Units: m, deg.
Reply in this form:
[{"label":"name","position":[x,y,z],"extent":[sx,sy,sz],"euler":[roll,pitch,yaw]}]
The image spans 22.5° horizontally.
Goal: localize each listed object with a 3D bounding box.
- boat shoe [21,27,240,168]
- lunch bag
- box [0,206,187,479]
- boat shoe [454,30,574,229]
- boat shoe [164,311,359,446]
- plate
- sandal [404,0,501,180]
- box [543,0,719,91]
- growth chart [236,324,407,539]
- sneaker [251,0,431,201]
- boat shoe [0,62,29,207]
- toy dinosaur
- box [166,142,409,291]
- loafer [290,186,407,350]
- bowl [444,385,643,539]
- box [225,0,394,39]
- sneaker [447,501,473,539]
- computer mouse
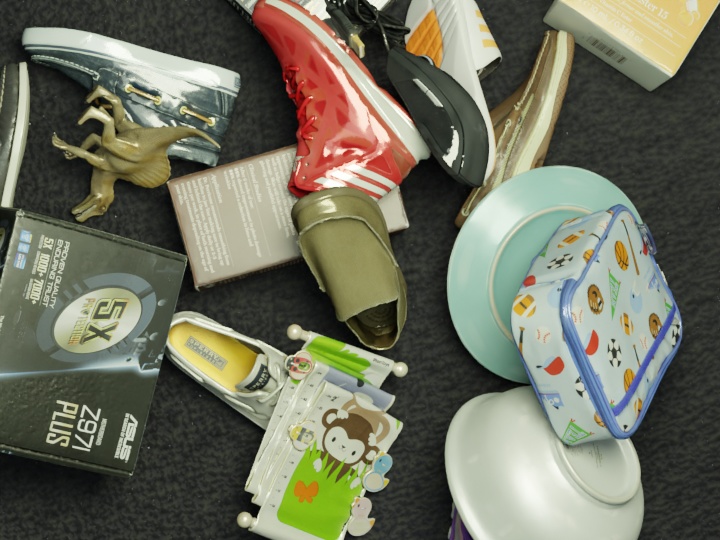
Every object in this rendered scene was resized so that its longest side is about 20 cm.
[{"label":"boat shoe","position":[-0.211,-0.154,1.608],"extent":[0.198,0.071,0.092],"euler":[14,89,-2]},{"label":"lunch bag","position":[0.206,0.046,1.529],"extent":[0.075,0.200,0.161],"euler":[-15,111,36]},{"label":"box","position":[-0.259,0.061,1.558],"extent":[0.163,0.086,0.202],"euler":[17,86,-30]},{"label":"boat shoe","position":[0.135,-0.124,1.626],"extent":[0.074,0.075,0.204],"euler":[17,87,4]},{"label":"boat shoe","position":[-0.090,0.097,1.604],"extent":[0.199,0.070,0.071],"euler":[33,86,-2]},{"label":"plate","position":[0.173,0.008,1.612],"extent":[0.198,0.026,0.202],"euler":[-4,104,-18]},{"label":"sandal","position":[0.095,-0.169,1.620],"extent":[0.059,0.079,0.209],"euler":[2,66,-37]},{"label":"box","position":[0.272,-0.283,1.627],"extent":[0.124,0.097,0.201],"euler":[32,86,-1]},{"label":"growth chart","position":[-0.029,0.157,1.596],"extent":[0.144,0.018,0.202],"euler":[14,97,-27]},{"label":"sneaker","position":[-0.043,-0.135,1.546],"extent":[0.200,0.078,0.116],"euler":[44,82,5]},{"label":"boat shoe","position":[-0.330,-0.087,1.600],"extent":[0.060,0.074,0.202],"euler":[8,95,-8]},{"label":"toy dinosaur","position":[-0.201,-0.112,1.570],"extent":[0.101,0.199,0.058],"euler":[42,47,-21]},{"label":"box","position":[-0.065,-0.057,1.612],"extent":[0.198,0.075,0.101],"euler":[-15,87,-2]},{"label":"loafer","position":[0.000,0.000,1.553],"extent":[0.075,0.200,0.068],"euler":[-23,53,11]},{"label":"bowl","position":[0.176,0.174,1.549],"extent":[0.201,0.201,0.090],"euler":[48,128,-1]},{"label":"box","position":[-0.029,-0.295,1.634],"extent":[0.158,0.050,0.200],"euler":[43,86,-1]},{"label":"sneaker","position":[0.108,0.262,1.600],"extent":[0.080,0.088,0.202],"euler":[9,88,-4]},{"label":"computer mouse","position":[0.046,-0.166,1.526],"extent":[0.046,0.140,0.201],"euler":[-38,61,19]}]
